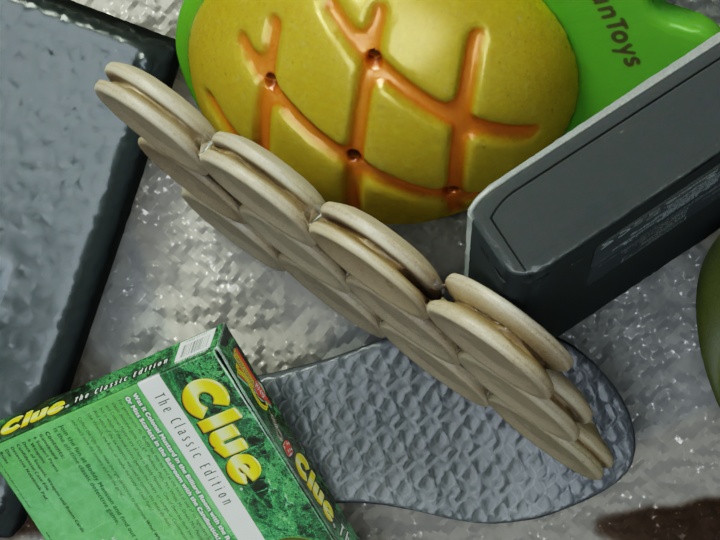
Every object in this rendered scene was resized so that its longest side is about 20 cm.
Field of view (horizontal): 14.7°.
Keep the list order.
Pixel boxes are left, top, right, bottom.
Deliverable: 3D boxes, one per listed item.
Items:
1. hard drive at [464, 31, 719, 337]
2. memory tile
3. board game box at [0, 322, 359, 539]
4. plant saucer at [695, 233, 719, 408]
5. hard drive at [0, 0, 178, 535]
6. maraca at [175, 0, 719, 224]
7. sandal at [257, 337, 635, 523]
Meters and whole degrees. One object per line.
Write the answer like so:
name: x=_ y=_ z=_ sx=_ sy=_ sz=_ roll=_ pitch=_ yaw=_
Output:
hard drive: x=0.099 y=-0.028 z=0.941 sx=0.139 sy=0.200 sz=0.033 roll=-34 pitch=81 yaw=-4
memory tile: x=0.000 y=0.000 z=0.972 sx=0.200 sy=0.153 sz=0.017 roll=34 pitch=82 yaw=24
board game box: x=-0.046 y=0.122 z=1.055 sx=0.104 sy=0.023 sz=0.201 roll=-22 pitch=112 yaw=21
plant saucer: x=0.200 y=0.055 z=0.973 sx=0.200 sy=0.200 sz=0.031 roll=36 pitch=59 yaw=0
hard drive: x=-0.165 y=-0.016 z=1.068 sx=0.139 sy=0.033 sz=0.201 roll=20 pitch=101 yaw=3
maraca: x=0.027 y=-0.079 z=0.992 sx=0.199 sy=0.107 sz=0.137 roll=-11 pitch=134 yaw=28
sandal: x=0.006 y=0.060 z=1.067 sx=0.199 sy=0.043 sz=0.077 roll=-4 pitch=89 yaw=12
